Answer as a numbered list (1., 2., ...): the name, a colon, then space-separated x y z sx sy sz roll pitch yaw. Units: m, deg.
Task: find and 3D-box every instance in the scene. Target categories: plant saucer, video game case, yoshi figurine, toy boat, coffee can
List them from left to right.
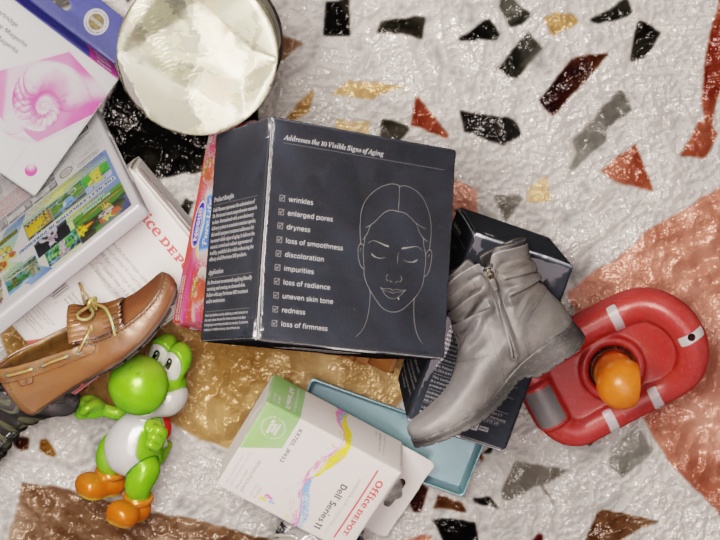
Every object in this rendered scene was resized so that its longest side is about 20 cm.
1. video game case: -0.313 -0.051 1.556 0.200 0.182 0.022 -38 135 6
2. yoshi figurine: -0.237 0.159 1.617 0.112 0.112 0.200 18 106 -12
3. coffee can: -0.148 -0.213 1.505 0.146 0.200 0.147 0 101 -2
4. plant saucer: 0.029 0.177 1.686 0.200 0.019 0.070 20 100 -5
5. toy boat: 0.263 0.104 1.619 0.200 0.131 0.131 -29 102 4

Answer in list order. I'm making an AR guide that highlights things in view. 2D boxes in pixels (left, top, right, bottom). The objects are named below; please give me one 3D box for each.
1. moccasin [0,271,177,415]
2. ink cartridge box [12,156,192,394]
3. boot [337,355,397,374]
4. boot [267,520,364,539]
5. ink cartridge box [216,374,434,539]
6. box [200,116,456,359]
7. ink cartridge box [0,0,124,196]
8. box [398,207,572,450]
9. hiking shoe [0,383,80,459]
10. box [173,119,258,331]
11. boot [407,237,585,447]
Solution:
1. moccasin: -0.268 0.060 1.545 0.201 0.074 0.078 -30 113 14
2. ink cartridge box: -0.257 0.003 1.607 0.200 0.083 0.147 -37 102 6
3. boot: 0.000 0.000 1.603 0.155 0.077 0.200 25 106 7
4. boot: -0.095 0.306 1.690 0.199 0.074 0.096 11 95 -12
5. ink cartridge box: -0.034 0.212 1.650 0.200 0.067 0.117 28 111 -8
6. box: -0.028 -0.023 1.449 0.200 0.124 0.197 8 84 -30
7. ink cartridge box: -0.336 -0.206 1.516 0.196 0.043 0.200 36 86 -32
8. box: 0.122 0.056 1.597 0.107 0.148 0.200 18 101 -6
9. hiking shoe: -0.380 0.160 1.647 0.199 0.076 0.101 -7 110 12
10. box: -0.105 -0.035 1.534 0.095 0.100 0.201 15 79 -29
11. boot: 0.100 0.066 1.495 0.200 0.070 0.132 -37 98 -5
